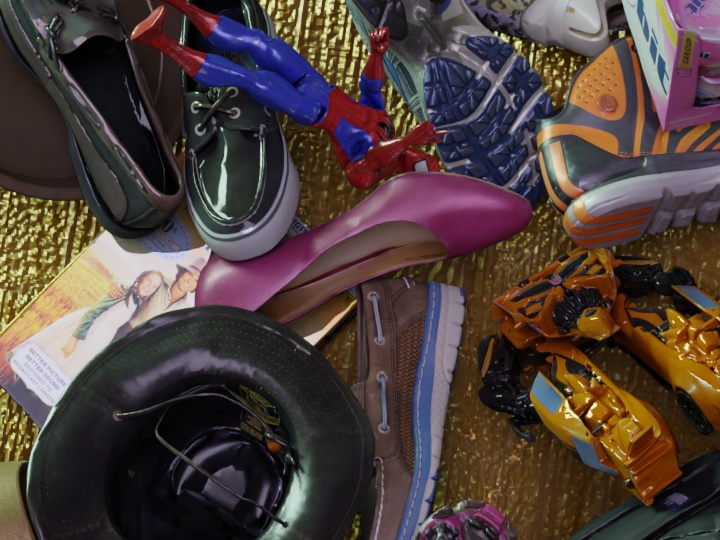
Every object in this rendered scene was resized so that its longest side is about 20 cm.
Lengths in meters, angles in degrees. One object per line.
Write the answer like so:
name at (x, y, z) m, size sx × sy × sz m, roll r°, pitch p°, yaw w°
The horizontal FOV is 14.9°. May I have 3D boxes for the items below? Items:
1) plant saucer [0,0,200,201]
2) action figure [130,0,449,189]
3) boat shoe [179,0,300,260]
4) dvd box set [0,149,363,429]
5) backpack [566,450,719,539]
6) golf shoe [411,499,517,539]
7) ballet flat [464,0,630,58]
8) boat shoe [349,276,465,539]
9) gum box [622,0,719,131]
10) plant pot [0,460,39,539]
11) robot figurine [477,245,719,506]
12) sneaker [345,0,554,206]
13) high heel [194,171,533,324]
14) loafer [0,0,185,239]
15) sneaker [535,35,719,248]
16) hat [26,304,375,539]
plant saucer at (-0.190, -0.137, 1.648) m, size 0.199 × 0.029 × 0.202 m, roll 7°, pitch 74°, yaw -27°
action figure at (-0.021, -0.114, 1.564) m, size 0.199 × 0.099 × 0.066 m, roll 34°, pitch 48°, yaw -21°
boat shoe at (-0.080, -0.094, 1.615) m, size 0.068 × 0.057 × 0.201 m, roll -17°, pitch 48°, yaw 12°
dvd box set at (-0.111, 0.035, 1.645) m, size 0.200 × 0.029 × 0.146 m, roll -44°, pitch 79°, yaw -4°
backpack at (0.168, 0.195, 1.501) m, size 0.199 × 0.177 × 0.151 m, roll -26°, pitch 93°, yaw -10°
golf shoe at (0.018, 0.219, 1.482) m, size 0.072 × 0.092 × 0.200 m, roll 37°, pitch 73°, yaw 9°
ballet flat at (0.155, -0.163, 1.634) m, size 0.199 × 0.072 × 0.073 m, roll -11°, pitch 77°, yaw 3°
boat shoe at (0.010, 0.097, 1.585) m, size 0.072 × 0.072 × 0.201 m, roll 13°, pitch 60°, yaw -4°
gum box at (0.180, -0.187, 1.547) m, size 0.066 × 0.114 × 0.201 m, roll -13°, pitch 65°, yaw -3°
plant pot at (-0.257, 0.188, 1.536) m, size 0.199 × 0.186 × 0.187 m, roll -26°, pitch 76°, yaw 8°
robot figurine at (0.146, 0.048, 1.550) m, size 0.144 × 0.058 × 0.200 m, roll -32°, pitch 35°, yaw -11°
sneaker at (0.050, -0.124, 1.643) m, size 0.077 × 0.085 × 0.201 m, roll -31°, pitch 99°, yaw -7°
high heel at (0.000, 0.000, 1.573) m, size 0.198 × 0.068 × 0.097 m, roll -2°, pitch 57°, yaw 13°
loafer at (-0.153, -0.119, 1.611) m, size 0.072 × 0.063 × 0.201 m, roll -25°, pitch 91°, yaw -32°
sneaker at (0.194, -0.088, 1.600) m, size 0.199 × 0.078 × 0.113 m, roll -9°, pitch 64°, yaw -21°
hat at (-0.091, 0.124, 1.537) m, size 0.199 × 0.081 × 0.202 m, roll 2°, pitch 62°, yaw -3°
